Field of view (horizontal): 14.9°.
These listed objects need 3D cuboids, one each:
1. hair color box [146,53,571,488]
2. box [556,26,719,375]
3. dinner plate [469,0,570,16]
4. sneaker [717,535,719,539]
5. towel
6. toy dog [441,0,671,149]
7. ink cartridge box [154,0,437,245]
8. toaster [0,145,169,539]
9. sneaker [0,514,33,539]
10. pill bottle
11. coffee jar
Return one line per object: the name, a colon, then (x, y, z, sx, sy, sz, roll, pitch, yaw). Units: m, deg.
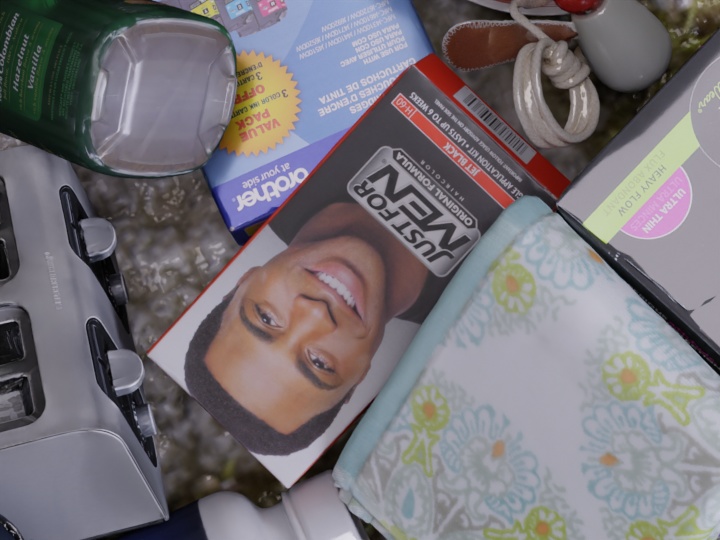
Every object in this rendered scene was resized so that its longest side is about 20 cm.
hair color box: (0.000, 0.000, 1.356, 0.101, 0.061, 0.200, 42, 105, 1)
box: (0.185, -0.031, 1.349, 0.124, 0.200, 0.149, 42, 88, 6)
dinner plate: (0.098, -0.232, 1.464, 0.200, 0.024, 0.200, 0, 84, 2)
sneaker: (0.196, 0.126, 1.407, 0.200, 0.081, 0.084, -16, 52, 7)
towel: (0.087, 0.089, 1.286, 0.171, 0.048, 0.200, 44, 128, 17)
toy dog: (0.062, -0.157, 1.389, 0.132, 0.096, 0.200, -42, 109, -37)
ink cartridge box: (-0.030, -0.102, 1.432, 0.136, 0.076, 0.200, -24, 85, 0)
toaster: (-0.207, 0.051, 1.375, 0.200, 0.119, 0.181, -14, 56, -1)
sneaker: (-0.147, 0.170, 1.287, 0.079, 0.078, 0.200, -19, 110, 4)
pill bottle: (-0.087, 0.179, 1.387, 0.200, 0.111, 0.111, -25, 83, 0)
coffee jar: (-0.164, -0.110, 1.385, 0.200, 0.104, 0.085, 20, 104, 38)
